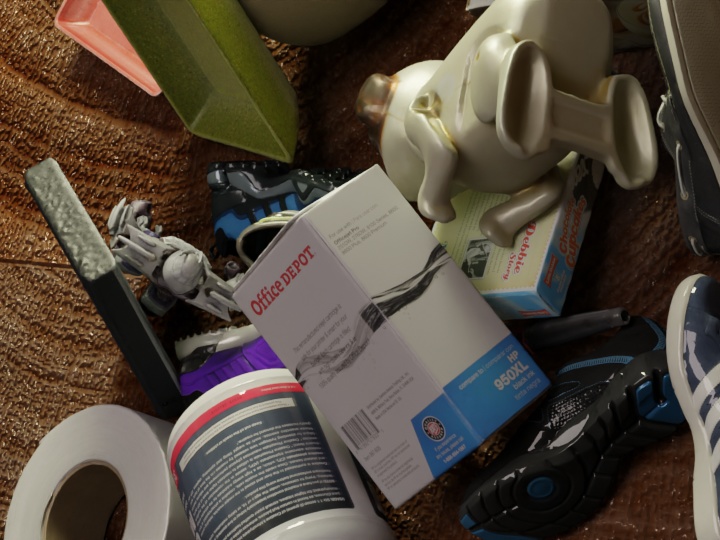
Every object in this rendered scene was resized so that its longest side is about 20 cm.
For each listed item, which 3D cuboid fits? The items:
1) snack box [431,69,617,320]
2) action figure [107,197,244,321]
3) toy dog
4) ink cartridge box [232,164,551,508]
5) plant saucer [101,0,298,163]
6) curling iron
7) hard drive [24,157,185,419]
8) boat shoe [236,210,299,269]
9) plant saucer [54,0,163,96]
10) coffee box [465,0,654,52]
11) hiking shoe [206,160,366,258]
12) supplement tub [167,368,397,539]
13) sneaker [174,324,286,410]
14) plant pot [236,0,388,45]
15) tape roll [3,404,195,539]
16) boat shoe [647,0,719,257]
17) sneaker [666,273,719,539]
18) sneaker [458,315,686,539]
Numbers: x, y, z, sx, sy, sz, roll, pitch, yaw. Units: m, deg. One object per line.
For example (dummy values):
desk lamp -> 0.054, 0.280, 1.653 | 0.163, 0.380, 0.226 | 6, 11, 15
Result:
snack box -> 0.117, -0.056, 1.471 | 0.116, 0.037, 0.201 | -5, 54, 41
action figure -> -0.157, -0.008, 1.649 | 0.069, 0.130, 0.200 | -50, 13, -12
toy dog -> 0.081, -0.115, 1.403 | 0.200, 0.139, 0.195 | -22, 71, 50
ink cartridge box -> 0.018, 0.047, 1.420 | 0.200, 0.084, 0.145 | 52, 146, 4
plant saucer -> -0.135, -0.193, 1.681 | 0.048, 0.200, 0.199 | -42, 28, -16
curling iron -> 0.114, 0.047, 1.445 | 0.199, 0.049, 0.026 | -8, 65, 47
hard drive -> -0.206, 0.017, 1.646 | 0.033, 0.200, 0.140 | -30, 52, -7
boat shoe -> -0.001, 0.003, 1.532 | 0.201, 0.060, 0.073 | 17, 102, 23
plant saucer -> -0.180, -0.276, 1.865 | 0.200, 0.037, 0.200 | 36, 98, 43
coffee box -> 0.190, -0.216, 1.449 | 0.199, 0.114, 0.080 | -5, 70, 40
hiking shoe -> -0.044, -0.041, 1.636 | 0.199, 0.074, 0.087 | 10, 102, 45
supplement tub -> -0.053, 0.187, 1.490 | 0.140, 0.140, 0.201 | -42, 49, 22
sneaker -> -0.069, 0.091, 1.599 | 0.199, 0.069, 0.100 | -17, 67, 43
plant pot -> -0.045, -0.265, 1.653 | 0.201, 0.199, 0.135 | 56, 144, 40
tape roll -> -0.205, 0.215, 1.665 | 0.202, 0.071, 0.204 | -18, 62, 37
boat shoe -> 0.224, -0.104, 1.352 | 0.067, 0.072, 0.201 | -6, 106, 47
sneaker -> 0.256, 0.092, 1.299 | 0.084, 0.075, 0.201 | -20, 69, 33
sneaker -> 0.148, 0.114, 1.398 | 0.200, 0.073, 0.082 | -40, 32, 18
